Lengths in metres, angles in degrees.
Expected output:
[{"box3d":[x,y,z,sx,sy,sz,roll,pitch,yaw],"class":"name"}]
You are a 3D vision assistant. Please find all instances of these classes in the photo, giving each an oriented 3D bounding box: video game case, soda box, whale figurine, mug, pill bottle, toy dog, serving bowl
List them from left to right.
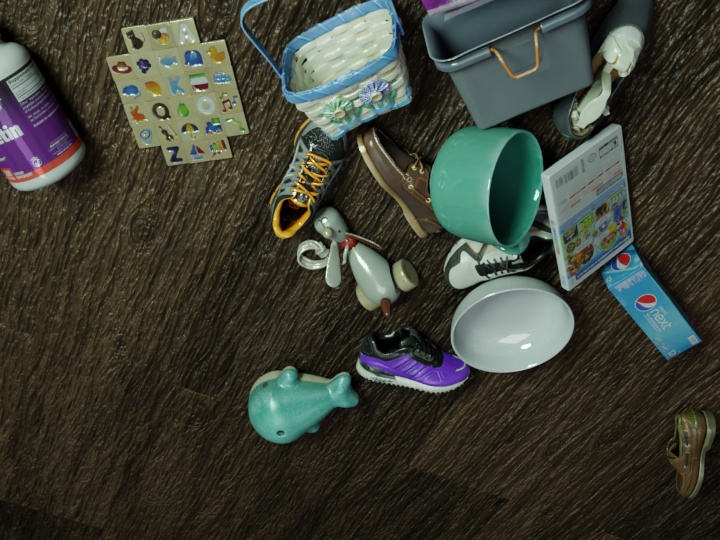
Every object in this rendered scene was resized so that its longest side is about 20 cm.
[{"box3d":[-0.456,-0.213,0.956,0.110,0.113,0.202,-15,125,12],"class":"pill bottle"},{"box3d":[-0.103,0.241,1.292,0.196,0.105,0.161,-11,125,9],"class":"whale figurine"},{"box3d":[0.000,0.000,1.116,0.197,0.097,0.133,25,123,-17],"class":"toy dog"},{"box3d":[0.164,-0.102,0.997,0.113,0.151,0.189,16,115,38],"class":"mug"},{"box3d":[0.239,0.077,1.182,0.195,0.067,0.202,-2,135,-2],"class":"serving bowl"},{"box3d":[0.329,-0.087,1.050,0.142,0.018,0.202,-34,126,-17],"class":"video game case"},{"box3d":[0.460,0.050,1.163,0.064,0.068,0.200,-34,119,23],"class":"soda box"}]

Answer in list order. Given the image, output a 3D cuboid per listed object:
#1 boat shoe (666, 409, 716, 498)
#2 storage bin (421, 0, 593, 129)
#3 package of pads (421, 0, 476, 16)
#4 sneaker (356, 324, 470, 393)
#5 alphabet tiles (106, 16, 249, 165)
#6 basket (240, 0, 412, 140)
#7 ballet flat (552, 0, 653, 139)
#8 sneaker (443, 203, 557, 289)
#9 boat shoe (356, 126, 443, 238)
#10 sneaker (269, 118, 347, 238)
[{"box3d":[0.612,0.344,1.385,0.066,0.072,0.204,1,117,6],"class":"boat shoe"},{"box3d":[0.195,-0.266,0.899,0.197,0.147,0.135,-21,134,16],"class":"storage bin"},{"box3d":[0.150,-0.370,0.817,0.196,0.077,0.120,-12,160,16],"class":"package of pads"},{"box3d":[0.095,0.143,1.238,0.196,0.070,0.101,6,125,-4],"class":"sneaker"},{"box3d":[-0.247,-0.238,1.000,0.163,0.006,0.203,-6,126,6],"class":"alphabet tiles"},{"box3d":[-0.025,-0.274,0.887,0.174,0.141,0.201,-23,132,17],"class":"basket"},{"box3d":[0.317,-0.254,0.940,0.072,0.074,0.202,19,124,-13],"class":"ballet flat"},{"box3d":[0.210,-0.025,1.107,0.198,0.081,0.074,-33,122,25],"class":"sneaker"},{"box3d":[0.071,-0.132,1.036,0.069,0.071,0.200,-23,132,25],"class":"boat shoe"},{"box3d":[-0.073,-0.128,1.036,0.077,0.078,0.202,20,123,-12],"class":"sneaker"}]
